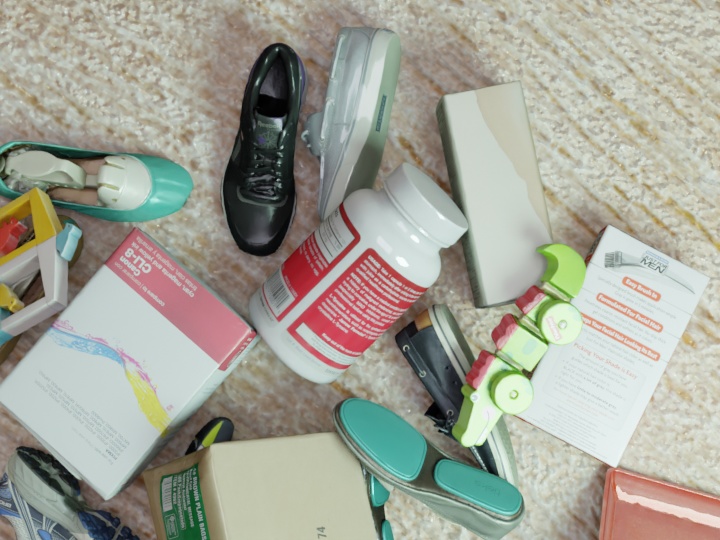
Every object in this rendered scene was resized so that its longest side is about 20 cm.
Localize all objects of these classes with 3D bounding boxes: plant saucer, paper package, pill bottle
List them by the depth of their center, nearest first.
[{"bbox_3d":[-0.077,0.253,1.375,0.103,0.190,0.201,-24,73,40],"label":"paper package"},{"bbox_3d":[0.000,0.000,1.431,0.112,0.112,0.200,46,106,2],"label":"pill bottle"},{"bbox_3d":[0.308,0.292,1.433,0.199,0.037,0.200,15,46,1],"label":"plant saucer"}]

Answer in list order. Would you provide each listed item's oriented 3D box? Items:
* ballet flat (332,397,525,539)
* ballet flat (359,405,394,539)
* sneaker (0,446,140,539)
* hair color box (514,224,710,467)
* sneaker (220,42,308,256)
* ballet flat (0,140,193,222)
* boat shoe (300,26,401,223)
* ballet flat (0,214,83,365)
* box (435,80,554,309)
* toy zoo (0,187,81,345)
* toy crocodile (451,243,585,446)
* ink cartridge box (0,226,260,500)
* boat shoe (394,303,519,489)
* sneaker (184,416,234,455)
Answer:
[{"bbox_3d":[0.054,0.188,1.422,0.199,0.064,0.068,29,46,-2],"label":"ballet flat"},{"bbox_3d":[-0.001,0.227,1.467,0.071,0.072,0.202,-6,85,-1],"label":"ballet flat"},{"bbox_3d":[-0.270,0.259,1.457,0.200,0.077,0.085,43,102,20],"label":"sneaker"},{"bbox_3d":[0.235,0.072,1.479,0.110,0.064,0.201,28,88,2],"label":"hair color box"},{"bbox_3d":[-0.094,-0.116,1.474,0.075,0.088,0.202,6,87,0],"label":"sneaker"},{"bbox_3d":[-0.260,-0.085,1.480,0.198,0.070,0.068,6,85,0],"label":"ballet flat"},{"bbox_3d":[-0.017,-0.136,1.494,0.071,0.070,0.202,13,88,20],"label":"boat shoe"},{"bbox_3d":[-0.340,0.027,1.477,0.068,0.063,0.201,35,87,2],"label":"ballet flat"},{"bbox_3d":[0.129,-0.068,1.472,0.077,0.095,0.202,-11,88,-2],"label":"box"},{"bbox_3d":[-0.338,0.008,1.438,0.199,0.020,0.132,-29,55,16],"label":"toy zoo"},{"bbox_3d":[0.140,0.069,1.396,0.062,0.068,0.201,32,95,-13],"label":"toy crocodile"},{"bbox_3d":[-0.210,0.086,1.433,0.144,0.145,0.200,41,87,2],"label":"ink cartridge box"},{"bbox_3d":[0.094,0.130,1.469,0.062,0.075,0.201,-26,94,11],"label":"boat shoe"},{"bbox_3d":[-0.139,0.238,1.470,0.080,0.074,0.202,11,92,-10],"label":"sneaker"}]
